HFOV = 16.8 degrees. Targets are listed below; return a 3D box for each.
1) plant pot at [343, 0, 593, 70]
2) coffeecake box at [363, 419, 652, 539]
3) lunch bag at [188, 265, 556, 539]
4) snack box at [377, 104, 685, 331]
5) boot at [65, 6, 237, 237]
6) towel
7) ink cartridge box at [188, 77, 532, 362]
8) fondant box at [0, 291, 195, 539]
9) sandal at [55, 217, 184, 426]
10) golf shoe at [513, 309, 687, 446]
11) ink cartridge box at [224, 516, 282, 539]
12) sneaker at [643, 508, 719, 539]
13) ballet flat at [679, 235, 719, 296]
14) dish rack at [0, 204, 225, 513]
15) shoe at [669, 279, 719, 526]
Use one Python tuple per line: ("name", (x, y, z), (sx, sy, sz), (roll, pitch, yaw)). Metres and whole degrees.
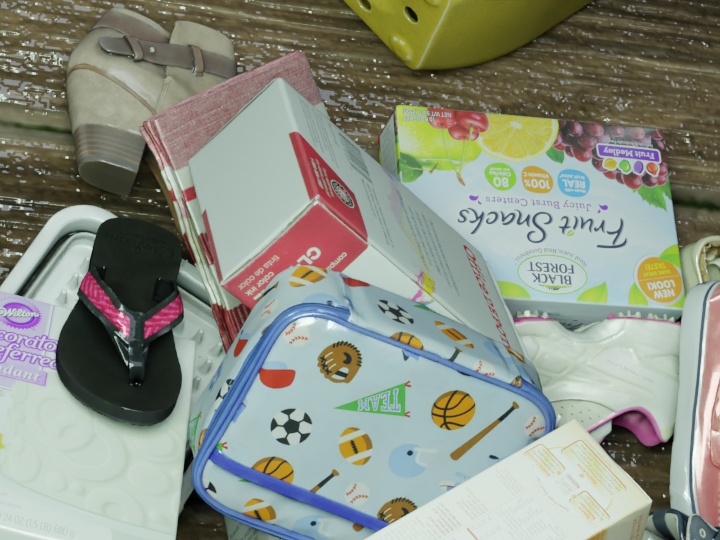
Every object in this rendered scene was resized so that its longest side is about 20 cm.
("plant pot", (0.076, -0.254, 1.692), (0.196, 0.194, 0.200), (45, 66, 7))
("coffeecake box", (0.055, 0.195, 1.358), (0.199, 0.154, 0.073), (-27, 56, -26))
("lunch bag", (0.008, 0.098, 1.405), (0.199, 0.161, 0.076), (25, 18, -18))
("snack box", (0.116, -0.032, 1.666), (0.198, 0.053, 0.143), (3, 65, -17))
("boot", (-0.104, -0.095, 1.623), (0.199, 0.070, 0.147), (26, 47, -18))
("towel", (-0.053, -0.026, 1.556), (0.144, 0.023, 0.201), (-28, 101, -41))
("ink cartridge box", (0.000, 0.000, 1.482), (0.200, 0.083, 0.146), (40, 17, -31))
("fondant box", (-0.176, 0.105, 1.408), (0.143, 0.059, 0.201), (15, 35, -10))
("sandal", (-0.138, 0.018, 1.453), (0.074, 0.045, 0.201), (14, 34, -11))
("golf shoe", (0.123, 0.074, 1.607), (0.198, 0.075, 0.092), (1, 80, -9))
("ink cartridge box", (0.009, 0.212, 1.491), (0.143, 0.084, 0.201), (-5, 66, -21))
("sneaker", (0.254, 0.170, 1.532), (0.146, 0.077, 0.203), (41, 63, -12))
("ballet flat", (0.270, 0.064, 1.658), (0.069, 0.070, 0.201), (-18, 71, -25))
("dish rack", (-0.164, 0.073, 1.528), (0.171, 0.044, 0.201), (32, 59, 0))
("shoe", (0.258, 0.105, 1.590), (0.071, 0.090, 0.202), (11, 78, -50))
